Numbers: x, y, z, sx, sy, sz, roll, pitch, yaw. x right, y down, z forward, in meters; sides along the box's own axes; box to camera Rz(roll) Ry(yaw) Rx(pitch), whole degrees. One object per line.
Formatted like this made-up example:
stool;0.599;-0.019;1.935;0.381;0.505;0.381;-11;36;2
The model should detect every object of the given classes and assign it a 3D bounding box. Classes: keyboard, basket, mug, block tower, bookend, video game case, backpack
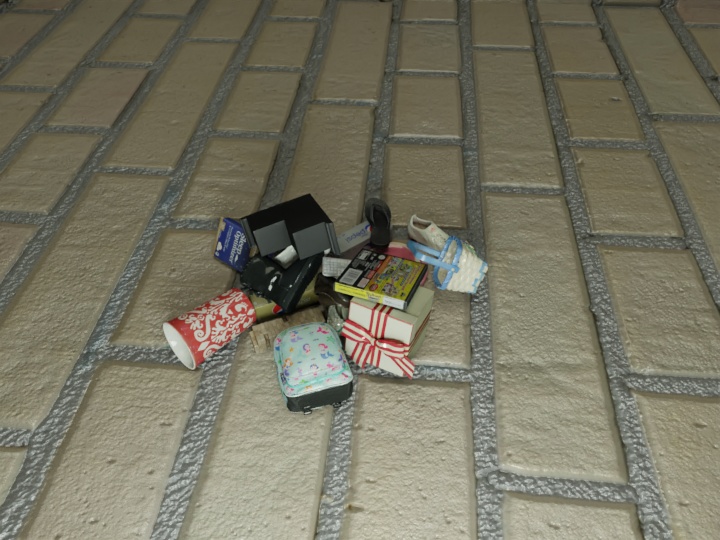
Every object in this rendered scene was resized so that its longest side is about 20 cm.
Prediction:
keyboard;0.000;0.000;1.548;0.199;0.011;0.057;7;59;-12
basket;0.226;-0.027;1.611;0.199;0.140;0.176;16;14;-10
mug;-0.388;0.126;1.519;0.200;0.134;0.177;-34;56;-32
block tower;-0.181;0.153;1.539;0.199;0.054;0.058;-18;49;-15
bookend;-0.179;-0.088;1.500;0.198;0.093;0.200;-22;34;-12
video game case;0.053;0.016;1.459;0.180;0.026;0.200;14;31;15
backpack;-0.118;0.214;1.421;0.176;0.151;0.200;-13;42;-9

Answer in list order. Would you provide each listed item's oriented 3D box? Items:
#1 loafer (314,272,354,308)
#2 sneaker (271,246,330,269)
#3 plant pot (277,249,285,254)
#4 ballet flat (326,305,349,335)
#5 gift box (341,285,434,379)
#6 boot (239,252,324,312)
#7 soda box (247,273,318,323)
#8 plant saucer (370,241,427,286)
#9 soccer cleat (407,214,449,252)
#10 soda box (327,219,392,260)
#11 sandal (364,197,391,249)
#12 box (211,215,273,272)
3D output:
loafer;-0.066;0.064;1.511;0.073;0.072;0.200;22;5;-23
sneaker;-0.163;-0.029;1.647;0.199;0.146;0.081;-28;82;5
plant pot;-0.180;-0.091;1.691;0.199;0.201;0.093;-2;65;0
ballet flat;-0.051;0.084;1.591;0.071;0.072;0.201;-3;49;-2
gift box;0.071;0.146;1.459;0.184;0.201;0.187;15;32;21
boot;-0.205;-0.002;1.544;0.162;0.073;0.199;29;82;19
soda box;-0.196;0.070;1.613;0.199;0.064;0.068;-19;48;-15
plant saucer;0.092;-0.012;1.696;0.199;0.051;0.201;-1;45;1
soccer cleat;0.221;-0.095;1.754;0.199;0.078;0.069;30;53;26
soda box;-0.001;-0.087;1.760;0.199;0.064;0.068;-29;53;-25
sandal;0.057;-0.146;1.742;0.076;0.043;0.201;-4;47;-5
box;-0.334;-0.060;1.705;0.199;0.122;0.032;28;21;25
